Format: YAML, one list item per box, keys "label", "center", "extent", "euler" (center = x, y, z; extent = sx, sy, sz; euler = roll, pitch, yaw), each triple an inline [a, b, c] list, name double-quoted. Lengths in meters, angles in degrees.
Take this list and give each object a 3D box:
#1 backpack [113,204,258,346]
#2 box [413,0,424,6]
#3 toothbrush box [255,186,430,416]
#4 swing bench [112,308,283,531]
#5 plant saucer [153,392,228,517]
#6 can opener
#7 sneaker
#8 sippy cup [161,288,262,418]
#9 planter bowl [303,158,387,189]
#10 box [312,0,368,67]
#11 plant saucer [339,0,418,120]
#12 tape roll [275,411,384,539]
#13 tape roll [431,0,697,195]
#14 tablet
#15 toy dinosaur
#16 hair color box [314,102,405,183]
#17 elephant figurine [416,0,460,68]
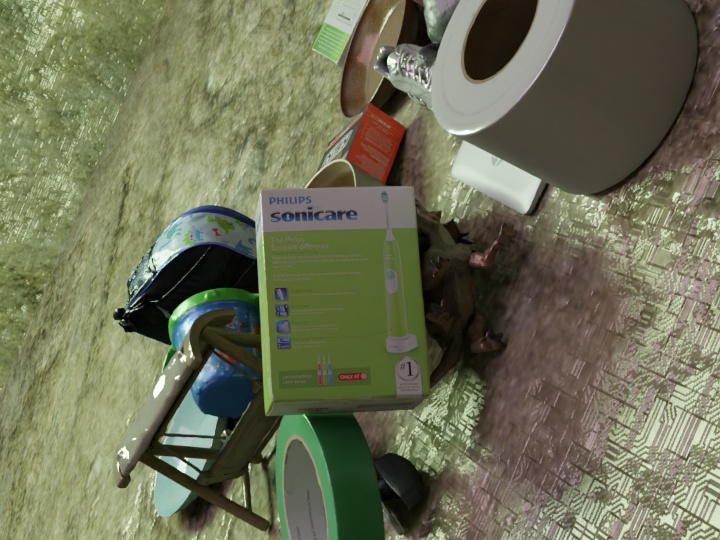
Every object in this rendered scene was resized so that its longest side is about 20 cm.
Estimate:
- label: "backpack"
  center: [-0.207, 0.005, 1.811]
  extent: [0.200, 0.183, 0.147]
  euler: [-45, 32, 32]
- label: "box"
  center: [0.079, -0.418, 1.667]
  extent: [0.096, 0.100, 0.200]
  euler: [-54, 25, 30]
- label: "toothbrush box"
  center: [-0.020, 0.029, 1.235]
  extent: [0.086, 0.145, 0.200]
  euler: [120, 146, -74]
- label: "swing bench"
  center: [-0.154, 0.163, 1.519]
  extent: [0.199, 0.200, 0.130]
  euler: [-56, 25, 25]
- label: "plant saucer"
  center: [-0.222, 0.243, 1.810]
  extent: [0.201, 0.039, 0.201]
  euler: [-49, 28, 38]
- label: "can opener"
  center: [0.013, 0.199, 1.331]
  extent: [0.067, 0.053, 0.200]
  euler: [-35, 23, -5]
- label: "sneaker"
  center: [0.076, -0.222, 1.520]
  extent: [0.075, 0.081, 0.200]
  euler: [-65, 24, 1]
- label: "sippy cup"
  center: [-0.175, 0.114, 1.719]
  extent: [0.178, 0.139, 0.130]
  euler: [117, 149, -42]
- label: "planter bowl"
  center: [0.000, 0.000, 1.411]
  extent: [0.200, 0.135, 0.200]
  euler: [-49, 28, 38]
- label: "box"
  center: [0.003, -0.390, 1.898]
  extent: [0.200, 0.036, 0.144]
  euler: [-62, 23, 9]
- label: "plant saucer"
  center: [0.028, -0.286, 1.722]
  extent: [0.200, 0.037, 0.201]
  euler: [-164, 90, -70]
- label: "tape roll"
  center: [-0.033, 0.229, 1.280]
  extent: [0.200, 0.048, 0.201]
  euler: [175, 90, -72]
- label: "tape roll"
  center: [0.175, -0.184, 1.167]
  extent: [0.203, 0.139, 0.203]
  euler: [-41, 37, 40]
- label: "tablet"
  center: [0.155, -0.135, 1.348]
  extent: [0.130, 0.014, 0.200]
  euler: [-65, 22, 7]
- label: "toy dinosaur"
  center: [0.084, 0.023, 1.282]
  extent: [0.136, 0.086, 0.200]
  euler: [160, 114, -73]
- label: "hair color box"
  center: [-0.019, -0.096, 1.589]
  extent: [0.102, 0.061, 0.200]
  euler: [-41, 23, 47]
- label: "elephant figurine"
  center: [0.161, -0.305, 1.362]
  extent: [0.200, 0.141, 0.155]
  euler: [-13, 85, 45]
